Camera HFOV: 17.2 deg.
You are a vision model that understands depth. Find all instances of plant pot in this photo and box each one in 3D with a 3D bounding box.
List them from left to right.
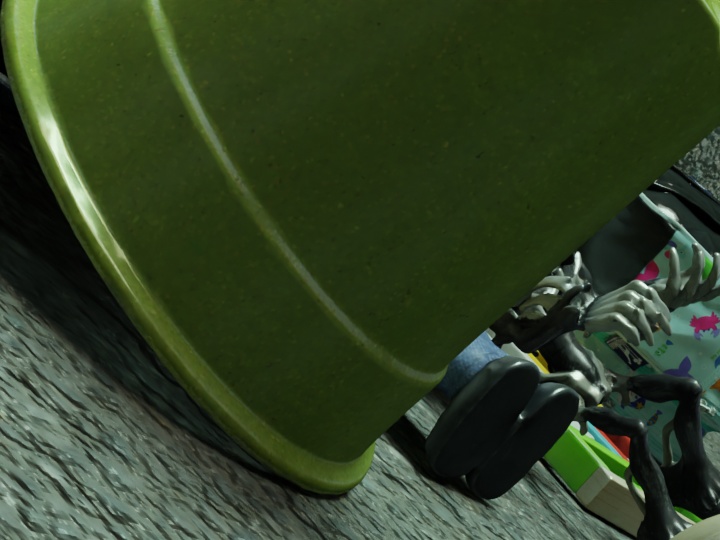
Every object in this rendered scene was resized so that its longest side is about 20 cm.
[{"bbox_3d":[0.021,-0.061,0.763,0.200,0.189,0.200,53,15,-21],"label":"plant pot"}]

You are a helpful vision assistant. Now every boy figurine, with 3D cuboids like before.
[{"bbox_3d":[0.000,0.000,0.966,0.200,0.064,0.124,45,7,31],"label":"boy figurine"}]

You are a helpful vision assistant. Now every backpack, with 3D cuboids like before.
[{"bbox_3d":[0.185,0.025,1.387,0.199,0.151,0.178,30,14,-20],"label":"backpack"}]

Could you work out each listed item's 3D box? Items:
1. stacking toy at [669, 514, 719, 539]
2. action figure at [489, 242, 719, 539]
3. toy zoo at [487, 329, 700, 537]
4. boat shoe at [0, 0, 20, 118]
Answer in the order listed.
[{"bbox_3d":[0.160,0.168,0.789,0.085,0.085,0.200,36,14,-34],"label":"stacking toy"},{"bbox_3d":[0.111,0.026,1.047,0.201,0.102,0.119,59,37,-2],"label":"action figure"},{"bbox_3d":[0.098,0.069,1.206,0.131,0.020,0.200,33,12,-46],"label":"toy zoo"},{"bbox_3d":[-0.157,-0.127,0.851,0.200,0.075,0.093,40,1,-17],"label":"boat shoe"}]
